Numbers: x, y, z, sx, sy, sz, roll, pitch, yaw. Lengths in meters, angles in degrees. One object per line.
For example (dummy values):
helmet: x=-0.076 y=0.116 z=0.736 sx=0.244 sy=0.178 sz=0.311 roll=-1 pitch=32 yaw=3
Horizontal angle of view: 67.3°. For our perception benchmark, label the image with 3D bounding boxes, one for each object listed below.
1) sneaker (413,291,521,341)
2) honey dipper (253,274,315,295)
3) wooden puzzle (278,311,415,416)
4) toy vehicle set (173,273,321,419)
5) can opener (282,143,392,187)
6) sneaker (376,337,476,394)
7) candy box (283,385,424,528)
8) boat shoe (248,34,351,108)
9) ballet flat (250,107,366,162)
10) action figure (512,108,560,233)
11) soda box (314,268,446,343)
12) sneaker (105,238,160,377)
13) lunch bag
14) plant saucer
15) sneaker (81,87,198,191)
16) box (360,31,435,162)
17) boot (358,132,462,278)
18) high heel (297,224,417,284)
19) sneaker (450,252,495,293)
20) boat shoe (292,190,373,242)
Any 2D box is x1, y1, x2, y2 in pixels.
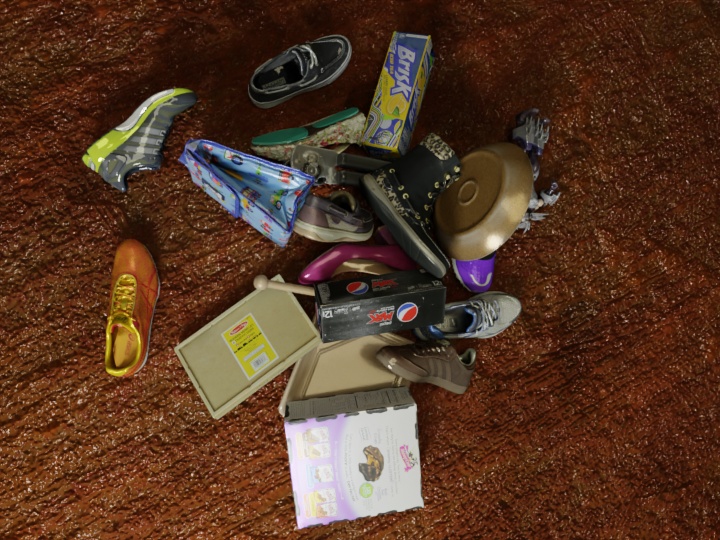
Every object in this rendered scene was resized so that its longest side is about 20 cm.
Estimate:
sneaker: x=0.187 y=0.081 z=0.898 sx=0.194 sy=0.085 sz=0.079 roll=-12 pitch=87 yaw=-12
honey dipper: x=-0.073 y=0.035 z=0.843 sx=0.195 sy=0.038 sz=0.039 roll=10 pitch=82 yaw=-30
wooden puzzle: x=-0.014 y=0.175 z=0.879 sx=0.196 sy=0.037 sz=0.189 roll=25 pitch=80 yaw=-13
toy vehicle set: x=-0.171 y=0.114 z=0.830 sx=0.198 sy=0.027 sz=0.125 roll=-35 pitch=73 yaw=-9
can opener: x=-0.032 y=-0.163 z=0.888 sx=0.195 sy=0.066 sz=0.055 roll=4 pitch=88 yaw=-31
sneaker: x=0.108 y=0.136 z=0.860 sx=0.197 sy=0.070 sz=0.077 roll=23 pitch=94 yaw=-38
candy box: x=-0.009 y=0.279 z=0.820 sx=0.194 sy=0.072 sz=0.173 roll=-6 pitch=101 yaw=-6
boat shoe: x=-0.096 y=-0.338 z=0.889 sx=0.197 sy=0.068 sz=0.073 roll=-29 pitch=91 yaw=-12
ballet flat: x=-0.079 y=-0.208 z=0.885 sx=0.195 sy=0.076 sz=0.065 roll=-18 pitch=122 yaw=-7
action figure: x=0.291 y=-0.168 z=0.945 sx=0.127 sy=0.069 sz=0.206 roll=7 pitch=87 yaw=-35
soda box: x=0.029 y=0.051 z=0.826 sx=0.194 sy=0.064 sz=0.072 roll=-8 pitch=122 yaw=-10
sneaker: x=-0.339 y=0.054 z=0.802 sx=0.071 sy=0.077 sz=0.206 roll=-1 pitch=84 yaw=-9
lunch bag: x=-0.178 y=-0.130 z=0.811 sx=0.196 sy=0.150 sz=0.096 roll=28 pitch=80 yaw=-7
plant saucer: x=0.180 y=-0.118 z=0.859 sx=0.035 sy=0.198 sz=0.205 roll=23 pitch=80 yaw=-34
sneaker: x=-0.325 y=-0.204 z=0.838 sx=0.199 sy=0.074 sz=0.081 roll=-42 pitch=102 yaw=-6
box: x=0.065 y=-0.290 z=0.908 sx=0.068 sy=0.064 sz=0.205 roll=14 pitch=81 yaw=19
boot: x=0.109 y=-0.108 z=0.838 sx=0.152 sy=0.074 sz=0.205 roll=-36 pitch=71 yaw=-9
high heel: x=0.000 y=0.000 z=0.875 sx=0.196 sy=0.068 sz=0.098 roll=-27 pitch=80 yaw=-16
sneaker: x=0.200 y=-0.067 z=0.904 sx=0.067 sy=0.099 sz=0.207 roll=1 pitch=83 yaw=-15
boat shoe: x=-0.028 y=-0.084 z=0.801 sx=0.071 sy=0.199 sz=0.066 roll=27 pitch=108 yaw=23
